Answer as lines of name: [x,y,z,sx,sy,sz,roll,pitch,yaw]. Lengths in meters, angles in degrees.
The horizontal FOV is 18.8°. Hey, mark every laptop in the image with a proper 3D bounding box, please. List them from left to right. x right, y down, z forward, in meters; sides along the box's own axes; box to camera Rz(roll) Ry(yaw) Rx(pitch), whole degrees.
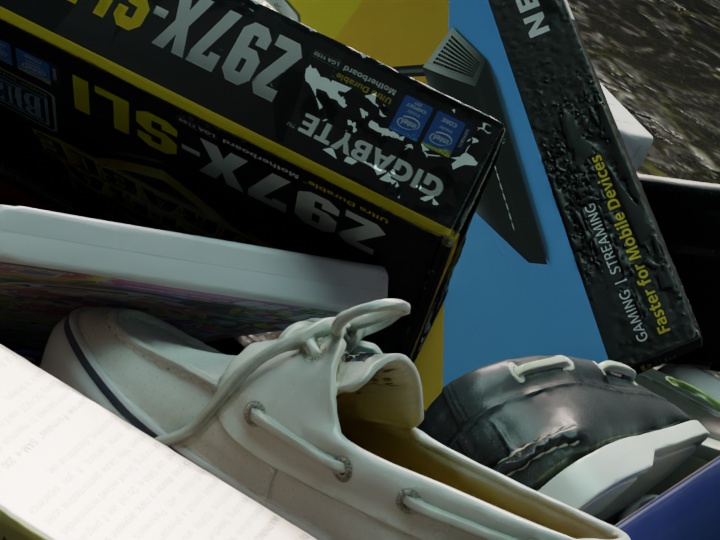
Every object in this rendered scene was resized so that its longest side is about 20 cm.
laptop: [0.087,-0.028,0.985,0.186,0.200,0.116,8,56,7]

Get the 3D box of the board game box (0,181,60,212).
board game box: [-0.153,-0.074,0.906,0.199,0.047,0.152,19,13,2]

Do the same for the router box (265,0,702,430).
router box: [0.029,-0.036,0.849,0.051,0.148,0.201,34,34,-77]

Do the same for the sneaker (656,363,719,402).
sneaker: [0.219,0.086,0.926,0.200,0.115,0.073,41,24,11]

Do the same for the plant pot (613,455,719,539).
plant pot: [0.176,0.129,0.647,0.199,0.200,0.181,-6,62,-49]

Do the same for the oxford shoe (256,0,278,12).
oxford shoe: [-0.108,-0.098,0.832,0.199,0.058,0.075,21,17,28]

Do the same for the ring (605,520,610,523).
ring: [0.105,0.074,0.982,0.199,0.019,0.201,22,23,-10]

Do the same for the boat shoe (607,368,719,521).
boat shoe: [0.132,0.081,0.881,0.200,0.072,0.061,28,33,11]

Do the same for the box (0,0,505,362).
box: [-0.057,-0.045,0.742,0.199,0.050,0.160,27,-20,3]

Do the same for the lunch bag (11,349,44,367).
lunch bag: [-0.042,0.093,0.712,0.199,0.076,0.160,15,24,-29]

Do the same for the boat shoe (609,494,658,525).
boat shoe: [0.097,0.146,0.759,0.073,0.067,0.200,21,24,-14]

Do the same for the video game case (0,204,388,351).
video game case: [-0.106,0.008,0.730,0.143,0.018,0.199,9,-11,-36]

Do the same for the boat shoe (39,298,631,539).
boat shoe: [-0.006,0.043,0.636,0.201,0.087,0.074,32,18,29]

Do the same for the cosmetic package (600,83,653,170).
cosmetic package: [0.061,-0.103,1.226,0.112,0.081,0.200,11,27,-34]

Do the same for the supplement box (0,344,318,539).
supplement box: [-0.091,0.104,0.566,0.199,0.127,0.074,30,22,8]

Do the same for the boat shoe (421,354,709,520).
boat shoe: [0.072,0.058,0.758,0.060,0.076,0.200,52,7,12]
